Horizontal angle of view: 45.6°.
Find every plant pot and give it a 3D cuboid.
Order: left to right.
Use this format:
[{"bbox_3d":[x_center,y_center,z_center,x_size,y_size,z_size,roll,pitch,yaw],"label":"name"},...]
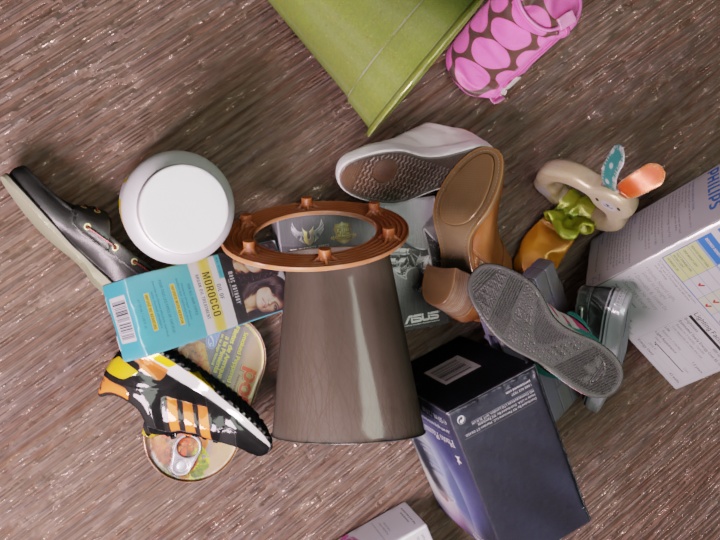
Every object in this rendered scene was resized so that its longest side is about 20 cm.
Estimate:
[{"bbox_3d":[0.005,-0.286,0.942,0.190,0.200,0.200,41,83,-5],"label":"plant pot"}]

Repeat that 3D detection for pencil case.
[{"bbox_3d":[0.174,-0.268,0.976,0.090,0.200,0.094,-23,85,-18],"label":"pencil case"}]

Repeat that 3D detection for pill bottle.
[{"bbox_3d":[-0.190,-0.066,0.881,0.112,0.200,0.114,-2,95,-17],"label":"pill bottle"}]

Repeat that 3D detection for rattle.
[{"bbox_3d":[0.258,-0.062,1.019,0.143,0.200,0.131,-38,104,-10],"label":"rattle"}]

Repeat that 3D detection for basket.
[{"bbox_3d":[-0.021,0.077,0.930,0.136,0.179,0.202,0,86,-58],"label":"basket"}]

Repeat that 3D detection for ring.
[{"bbox_3d":[-0.048,-0.045,0.903,0.199,0.200,0.019,-9,114,-16],"label":"ring"}]

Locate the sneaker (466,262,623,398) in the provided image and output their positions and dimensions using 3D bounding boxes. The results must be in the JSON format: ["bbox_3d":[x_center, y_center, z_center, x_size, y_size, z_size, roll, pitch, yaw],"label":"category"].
[{"bbox_3d":[0.202,0.063,0.979,0.200,0.121,0.084,40,91,1],"label":"sneaker"}]

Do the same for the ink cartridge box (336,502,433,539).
[{"bbox_3d":[0.007,0.403,1.046,0.199,0.085,0.145,-26,102,-12],"label":"ink cartridge box"}]

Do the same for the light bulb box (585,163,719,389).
[{"bbox_3d":[0.421,0.011,1.063,0.198,0.200,0.125,44,38,-17],"label":"light bulb box"}]

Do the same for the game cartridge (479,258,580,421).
[{"bbox_3d":[0.222,0.100,1.074,0.130,0.038,0.201,-42,122,-32],"label":"game cartridge"}]

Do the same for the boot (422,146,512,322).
[{"bbox_3d":[0.153,-0.034,1.027,0.155,0.076,0.201,18,84,-53],"label":"boot"}]

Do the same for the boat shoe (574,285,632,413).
[{"bbox_3d":[0.290,0.092,1.067,0.072,0.071,0.201,-46,145,-41],"label":"boat shoe"}]

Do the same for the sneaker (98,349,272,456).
[{"bbox_3d":[-0.191,0.155,0.937,0.200,0.070,0.090,39,88,-12],"label":"sneaker"}]

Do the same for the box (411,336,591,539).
[{"bbox_3d":[0.143,0.205,1.009,0.123,0.200,0.199,-26,102,-14],"label":"box"}]

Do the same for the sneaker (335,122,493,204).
[{"bbox_3d":[0.056,-0.132,1.016,0.199,0.085,0.073,-8,127,-22],"label":"sneaker"}]

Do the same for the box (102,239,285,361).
[{"bbox_3d":[-0.168,0.029,0.915,0.199,0.049,0.083,-19,93,-45],"label":"box"}]

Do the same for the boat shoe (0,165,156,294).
[{"bbox_3d":[-0.296,-0.038,0.921,0.201,0.074,0.063,47,72,-17],"label":"boat shoe"}]

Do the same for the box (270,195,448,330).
[{"bbox_3d":[0.000,0.000,1.025,0.199,0.048,0.160,-8,98,-17],"label":"box"}]

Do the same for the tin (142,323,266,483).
[{"bbox_3d":[-0.180,0.143,0.989,0.111,0.042,0.201,20,88,-14],"label":"tin"}]
